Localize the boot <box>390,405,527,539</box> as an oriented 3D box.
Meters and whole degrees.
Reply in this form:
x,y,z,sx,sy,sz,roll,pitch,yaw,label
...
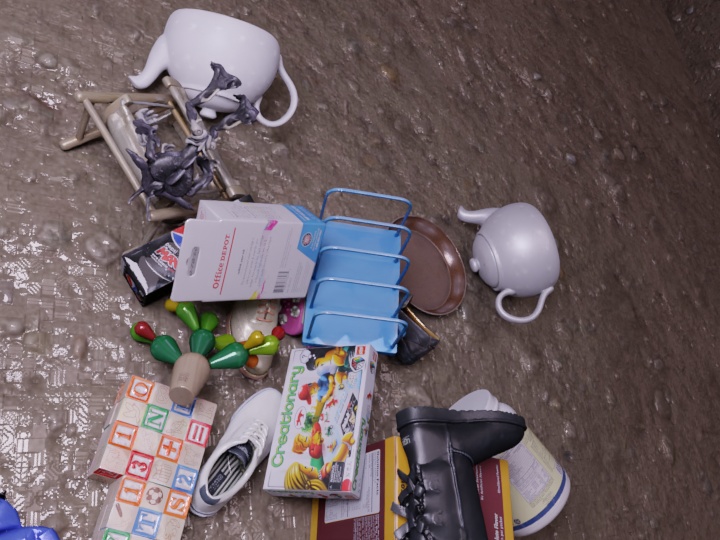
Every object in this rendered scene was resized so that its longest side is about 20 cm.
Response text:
x,y,z,sx,sy,sz,roll,pitch,yaw,label
0.127,0.253,0.771,0.197,0.073,0.164,9,58,-25,boot

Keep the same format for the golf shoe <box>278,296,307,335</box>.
x,y,z,sx,sy,sz,roll,pitch,yaw,label
-0.092,0.004,1.011,0.091,0.075,0.202,15,64,-48,golf shoe

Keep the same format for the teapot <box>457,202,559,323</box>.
x,y,z,sx,sy,sz,roll,pitch,yaw,label
0.287,-0.026,1.257,0.145,0.200,0.199,-19,113,-6,teapot

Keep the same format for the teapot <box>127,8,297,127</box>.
x,y,z,sx,sy,sz,roll,pitch,yaw,label
-0.225,-0.316,1.029,0.197,0.199,0.147,-4,107,-70,teapot

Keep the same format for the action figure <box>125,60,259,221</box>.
x,y,z,sx,sy,sz,roll,pitch,yaw,label
-0.220,-0.156,0.804,0.200,0.102,0.119,-49,128,-9,action figure

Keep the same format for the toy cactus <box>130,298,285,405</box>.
x,y,z,sx,sy,sz,roll,pitch,yaw,label
-0.202,0.098,0.820,0.198,0.103,0.165,15,31,-7,toy cactus

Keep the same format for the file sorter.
x,y,z,sx,sy,sz,roll,pitch,yaw,label
0.000,0.000,0.915,0.138,0.123,0.201,8,64,-9,file sorter

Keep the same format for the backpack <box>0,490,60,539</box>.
x,y,z,sx,sy,sz,roll,pitch,yaw,label
-0.344,0.304,0.573,0.162,0.200,0.169,-11,64,-36,backpack

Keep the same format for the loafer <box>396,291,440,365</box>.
x,y,z,sx,sy,sz,roll,pitch,yaw,label
0.059,0.058,1.084,0.201,0.072,0.073,57,19,-4,loafer

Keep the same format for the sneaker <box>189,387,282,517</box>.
x,y,z,sx,sy,sz,roll,pitch,yaw,label
-0.149,0.233,0.844,0.073,0.071,0.200,42,47,-11,sneaker

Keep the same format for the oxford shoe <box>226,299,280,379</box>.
x,y,z,sx,sy,sz,roll,pitch,yaw,label
-0.150,0.055,0.935,0.070,0.074,0.201,9,62,-34,oxford shoe

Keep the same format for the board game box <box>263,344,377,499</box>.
x,y,z,sx,sy,sz,roll,pitch,yaw,label
-0.050,0.198,0.860,0.035,0.125,0.201,54,36,-49,board game box

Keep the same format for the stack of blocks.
x,y,z,sx,sy,sz,roll,pitch,yaw,label
-0.258,0.242,0.764,0.115,0.058,0.201,26,54,-24,stack of blocks

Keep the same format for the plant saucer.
x,y,z,sx,sy,sz,roll,pitch,yaw,label
0.114,-0.007,1.199,0.199,0.034,0.202,17,58,-29,plant saucer

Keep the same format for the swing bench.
x,y,z,sx,sy,sz,roll,pitch,yaw,label
-0.278,-0.153,0.911,0.199,0.130,0.200,-28,84,-42,swing bench

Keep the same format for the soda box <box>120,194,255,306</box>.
x,y,z,sx,sy,sz,roll,pitch,yaw,label
-0.227,-0.029,0.893,0.199,0.071,0.064,-31,87,-28,soda box

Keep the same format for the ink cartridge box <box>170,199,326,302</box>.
x,y,z,sx,sy,sz,roll,pitch,yaw,label
-0.155,-0.026,0.836,0.199,0.116,0.068,0,28,-39,ink cartridge box

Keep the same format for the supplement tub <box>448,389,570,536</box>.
x,y,z,sx,sy,sz,roll,pitch,yaw,label
0.225,0.309,1.040,0.200,0.145,0.145,49,47,-5,supplement tub

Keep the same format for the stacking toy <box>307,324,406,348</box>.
x,y,z,sx,sy,sz,roll,pitch,yaw,label
-0.038,0.122,0.985,0.110,0.116,0.200,50,61,-6,stacking toy

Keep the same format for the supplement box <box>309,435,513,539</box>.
x,y,z,sx,sy,sz,roll,pitch,yaw,label
0.066,0.327,0.872,0.196,0.200,0.134,20,56,-28,supplement box
